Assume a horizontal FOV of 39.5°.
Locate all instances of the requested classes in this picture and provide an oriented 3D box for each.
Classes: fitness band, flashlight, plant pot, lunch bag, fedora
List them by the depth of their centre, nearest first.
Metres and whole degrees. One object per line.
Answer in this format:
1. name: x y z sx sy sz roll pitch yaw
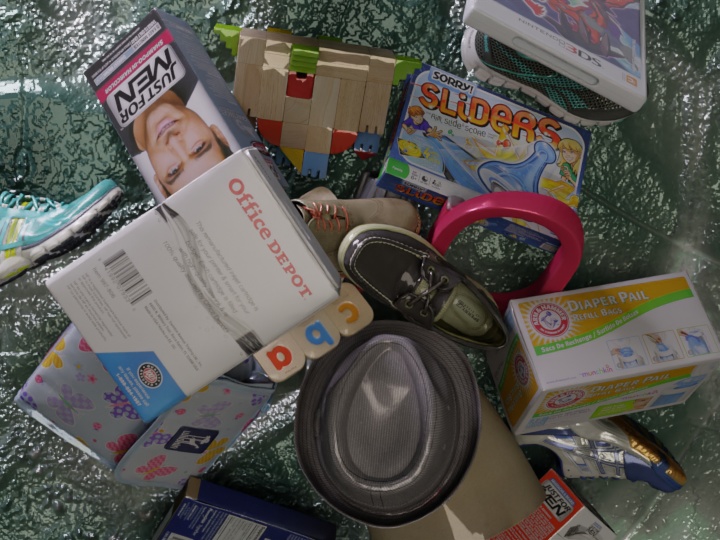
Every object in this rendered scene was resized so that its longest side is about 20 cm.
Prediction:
1. fedora: 0.023 0.129 0.912 0.176 0.090 0.201 11 72 8
2. lunch bag: -0.202 0.112 0.982 0.200 0.127 0.170 39 113 -14
3. fitness band: 0.136 -0.014 0.990 0.143 0.200 0.038 15 57 -5
4. plant pot: 0.066 0.168 1.023 0.187 0.187 0.201 -21 88 -2
5. flashlight: 0.000 0.000 1.033 0.068 0.068 0.201 22 102 16

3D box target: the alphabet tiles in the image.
1. alphabet tiles: -0.087 0.002 0.959 0.200 0.015 0.196 -32 73 -20

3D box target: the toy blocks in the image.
1. toy blocks: -0.051 -0.157 0.989 0.199 0.100 0.137 7 111 -7

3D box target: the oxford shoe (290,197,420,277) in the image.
1. oxford shoe: -0.033 -0.035 0.933 0.199 0.075 0.071 -15 68 -14

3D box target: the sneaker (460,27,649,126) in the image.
1. sneaker: 0.202 -0.203 0.992 0.199 0.091 0.078 15 76 -11

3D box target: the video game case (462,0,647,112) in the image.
1. video game case: 0.190 -0.253 0.950 0.182 0.200 0.023 25 135 -10

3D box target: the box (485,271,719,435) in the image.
1. box: 0.243 0.084 1.018 0.199 0.113 0.102 -9 60 -12

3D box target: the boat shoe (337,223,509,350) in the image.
1. boat shoe: 0.068 0.019 0.946 0.201 0.066 0.072 30 96 -33

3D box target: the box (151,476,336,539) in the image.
1. box: -0.110 0.291 1.057 0.200 0.032 0.121 23 127 -14

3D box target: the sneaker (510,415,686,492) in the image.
1. sneaker: 0.257 0.196 1.098 0.200 0.075 0.088 32 104 -2

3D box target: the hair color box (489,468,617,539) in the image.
1. hair color box: 0.172 0.319 1.086 0.200 0.064 0.111 -43 137 3

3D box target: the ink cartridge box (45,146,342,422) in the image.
1. ink cartridge box: -0.134 0.009 0.847 0.200 0.084 0.145 -33 98 6

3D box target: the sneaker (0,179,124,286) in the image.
1. sneaker: -0.328 -0.043 0.983 0.200 0.078 0.080 -26 94 -1

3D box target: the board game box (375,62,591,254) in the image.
1. board game box: 0.127 -0.113 1.005 0.199 0.034 0.136 20 66 -10

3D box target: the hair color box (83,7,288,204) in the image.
1. hair color box: -0.164 -0.132 0.937 0.099 0.061 0.200 -36 77 18
